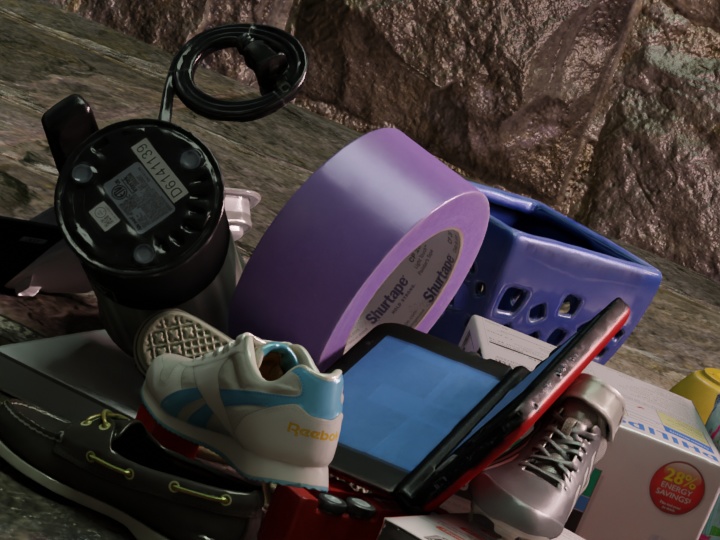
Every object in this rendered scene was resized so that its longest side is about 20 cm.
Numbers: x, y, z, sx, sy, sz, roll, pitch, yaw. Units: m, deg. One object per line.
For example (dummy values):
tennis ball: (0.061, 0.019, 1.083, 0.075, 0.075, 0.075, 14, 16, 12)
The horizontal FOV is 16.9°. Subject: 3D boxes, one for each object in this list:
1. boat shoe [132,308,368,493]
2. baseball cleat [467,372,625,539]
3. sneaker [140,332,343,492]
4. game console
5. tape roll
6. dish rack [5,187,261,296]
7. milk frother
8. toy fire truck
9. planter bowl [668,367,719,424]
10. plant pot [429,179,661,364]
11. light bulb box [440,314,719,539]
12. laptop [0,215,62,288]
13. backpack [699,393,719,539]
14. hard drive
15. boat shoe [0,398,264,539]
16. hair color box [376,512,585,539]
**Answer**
boat shoe: (-0.076, 0.097, 1.689, 0.200, 0.075, 0.062, 36, -14, -12)
baseball cleat: (0.126, 0.120, 1.615, 0.070, 0.107, 0.200, 29, 12, 6)
sneaker: (-0.071, 0.078, 1.538, 0.076, 0.081, 0.200, 12, 5, -35)
game console: (0.060, 0.068, 1.628, 0.119, 0.172, 0.200, 47, 36, 2)
tape roll: (0.000, 0.000, 1.779, 0.085, 0.200, 0.200, 39, 15, 19)
dish rack: (-0.190, -0.018, 1.926, 0.171, 0.044, 0.200, 2, -17, -39)
milk frother: (-0.115, -0.057, 1.731, 0.188, 0.200, 0.181, 82, -12, -69)
toy fire truck: (-0.045, 0.148, 1.610, 0.200, 0.049, 0.141, 13, 14, -40)
planter bowl: (0.361, 0.150, 2.362, 0.200, 0.084, 0.200, 22, 10, -4)
plant pot: (0.117, 0.030, 2.200, 0.200, 0.180, 0.200, 14, 12, -40)
light bulb box: (0.156, 0.143, 1.847, 0.198, 0.125, 0.200, 21, 11, -4)
laptop: (-0.351, -0.032, 1.762, 0.200, 0.103, 0.177, 30, 13, 39)
backpack: (0.332, 0.166, 1.881, 0.150, 0.200, 0.178, 22, 11, 2)
hard drive: (-0.173, 0.084, 1.749, 0.132, 0.026, 0.200, 25, 10, 16)
boat shoe: (-0.146, 0.122, 1.505, 0.201, 0.061, 0.072, 26, 11, 24)
hair color box: (0.093, 0.205, 1.574, 0.101, 0.061, 0.200, 28, 10, 31)
